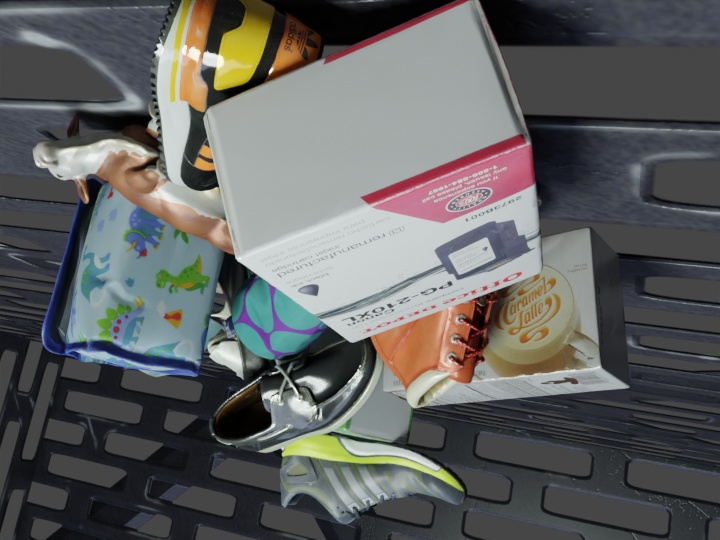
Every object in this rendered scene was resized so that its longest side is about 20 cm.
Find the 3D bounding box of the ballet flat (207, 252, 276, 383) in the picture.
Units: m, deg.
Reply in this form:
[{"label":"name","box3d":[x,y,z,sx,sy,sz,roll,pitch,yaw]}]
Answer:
[{"label":"ballet flat","box3d":[-0.131,0.049,0.817,0.067,0.205,0.068,-14,-175,-6]}]

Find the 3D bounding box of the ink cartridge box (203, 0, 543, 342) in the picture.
[{"label":"ink cartridge box","box3d":[0.023,-0.038,0.444,0.142,0.086,0.200,-20,160,9]}]

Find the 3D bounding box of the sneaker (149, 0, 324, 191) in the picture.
[{"label":"sneaker","box3d":[-0.067,-0.088,0.460,0.088,0.071,0.200,16,164,-4]}]

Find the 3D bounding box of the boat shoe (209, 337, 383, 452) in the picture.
[{"label":"boat shoe","box3d":[-0.061,0.116,0.734,0.198,0.073,0.067,-33,141,30]}]

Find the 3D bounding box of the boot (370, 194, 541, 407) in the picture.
[{"label":"boot","box3d":[0.081,0.024,0.606,0.074,0.109,0.200,-1,145,-39]}]

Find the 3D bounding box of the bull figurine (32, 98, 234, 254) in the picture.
[{"label":"bull figurine","box3d":[-0.143,-0.070,0.604,0.197,0.067,0.120,23,163,-30]}]

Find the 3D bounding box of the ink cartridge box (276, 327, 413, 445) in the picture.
[{"label":"ink cartridge box","box3d":[-0.024,0.099,0.845,0.083,0.148,0.199,17,166,-30]}]

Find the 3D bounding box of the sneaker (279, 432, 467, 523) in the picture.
[{"label":"sneaker","box3d":[0.008,0.211,0.780,0.195,0.083,0.074,6,167,18]}]

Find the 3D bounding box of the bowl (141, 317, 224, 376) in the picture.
[{"label":"bowl","box3d":[-0.279,0.062,1.019,0.199,0.106,0.201,34,174,4]}]

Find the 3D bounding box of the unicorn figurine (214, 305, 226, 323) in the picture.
[{"label":"unicorn figurine","box3d":[-0.079,0.066,1.020,0.199,0.139,0.073,38,144,-20]}]

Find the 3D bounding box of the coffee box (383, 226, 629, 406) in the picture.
[{"label":"coffee box","box3d":[0.120,0.047,0.680,0.197,0.117,0.079,-11,157,34]}]

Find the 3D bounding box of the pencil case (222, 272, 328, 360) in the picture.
[{"label":"pencil case","box3d":[-0.049,0.006,0.687,0.084,0.094,0.200,-25,169,-38]}]

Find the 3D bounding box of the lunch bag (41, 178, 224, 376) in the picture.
[{"label":"lunch bag","box3d":[-0.215,0.003,0.738,0.125,0.174,0.199,18,167,-28]}]

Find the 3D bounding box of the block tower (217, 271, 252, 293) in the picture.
[{"label":"block tower","box3d":[-0.193,-0.012,0.908,0.195,0.055,0.058,13,167,-7]}]
